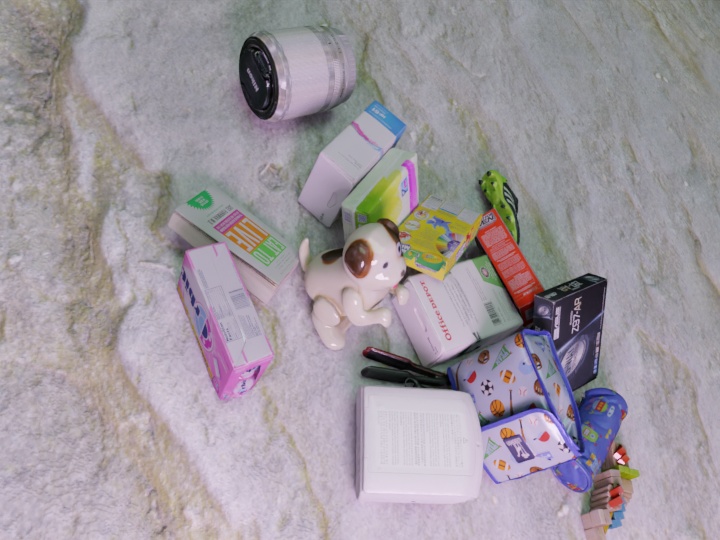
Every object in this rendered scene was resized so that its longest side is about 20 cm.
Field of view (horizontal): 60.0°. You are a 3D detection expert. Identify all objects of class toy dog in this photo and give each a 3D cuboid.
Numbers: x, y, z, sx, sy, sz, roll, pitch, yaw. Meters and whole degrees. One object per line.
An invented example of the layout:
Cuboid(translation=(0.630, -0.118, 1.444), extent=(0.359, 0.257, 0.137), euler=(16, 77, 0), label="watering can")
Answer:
Cuboid(translation=(0.000, 0.000, 0.995), extent=(0.138, 0.200, 0.197), euler=(-28, 83, -38), label="toy dog")

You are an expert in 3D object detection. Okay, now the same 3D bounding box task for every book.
Cuboid(translation=(-0.199, -0.049, 1.024), extent=(0.198, 0.048, 0.134), euler=(37, 31, -2), label="book")

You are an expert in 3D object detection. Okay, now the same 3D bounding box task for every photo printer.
Cuboid(translation=(0.090, 0.262, 0.946), extent=(0.193, 0.070, 0.171), euler=(4, 65, -10), label="photo printer")

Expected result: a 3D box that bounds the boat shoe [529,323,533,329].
Cuboid(translation=(0.387, 0.093, 1.223), extent=(0.070, 0.071, 0.200), euler=(40, 51, 4), label="boat shoe")

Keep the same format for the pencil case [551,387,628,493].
Cuboid(translation=(0.402, 0.290, 1.102), extent=(0.086, 0.079, 0.200), euler=(31, 49, 21), label="pencil case")

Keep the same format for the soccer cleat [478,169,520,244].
Cuboid(translation=(0.310, -0.126, 1.325), extent=(0.079, 0.067, 0.205), euler=(12, 55, -34), label="soccer cleat")

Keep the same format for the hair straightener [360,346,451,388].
Cuboid(translation=(0.089, 0.193, 1.040), extent=(0.196, 0.041, 0.079), euler=(22, 53, -18), label="hair straightener")

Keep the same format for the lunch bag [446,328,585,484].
Cuboid(translation=(0.250, 0.221, 1.001), extent=(0.122, 0.168, 0.205), euler=(7, 59, -46), label="lunch bag")

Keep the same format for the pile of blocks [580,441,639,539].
Cuboid(translation=(0.445, 0.383, 1.076), extent=(0.081, 0.062, 0.201), euler=(35, 52, -1), label="pile of blocks")

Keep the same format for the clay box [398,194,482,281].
Cuboid(translation=(0.130, -0.057, 1.121), extent=(0.113, 0.049, 0.200), euler=(23, 44, 20), label="clay box")

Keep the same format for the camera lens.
Cuboid(translation=(-0.125, -0.382, 1.205), extent=(0.197, 0.161, 0.162), euler=(-21, 71, -34), label="camera lens")

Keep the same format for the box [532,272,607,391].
Cuboid(translation=(0.376, 0.123, 1.133), extent=(0.157, 0.206, 0.043), euler=(-16, 24, -33), label="box")

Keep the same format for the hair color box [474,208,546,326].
Cuboid(translation=(0.283, -0.006, 1.189), extent=(0.060, 0.102, 0.203), euler=(-27, 59, 6), label="hair color box")

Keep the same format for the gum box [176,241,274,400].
Cuboid(translation=(-0.200, 0.078, 0.914), extent=(0.065, 0.114, 0.204), euler=(-15, 67, -31), label="gum box")

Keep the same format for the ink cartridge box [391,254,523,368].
Cuboid(translation=(0.172, 0.072, 1.119), extent=(0.196, 0.085, 0.149), euler=(-13, 67, -32), label="ink cartridge box")

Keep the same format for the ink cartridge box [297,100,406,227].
Cuboid(translation=(-0.016, -0.198, 1.155), extent=(0.084, 0.145, 0.201), euler=(37, 51, 1), label="ink cartridge box")

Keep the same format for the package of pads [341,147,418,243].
Cuboid(translation=(0.039, -0.099, 1.119), extent=(0.067, 0.158, 0.201), euler=(17, 46, 24), label="package of pads")
